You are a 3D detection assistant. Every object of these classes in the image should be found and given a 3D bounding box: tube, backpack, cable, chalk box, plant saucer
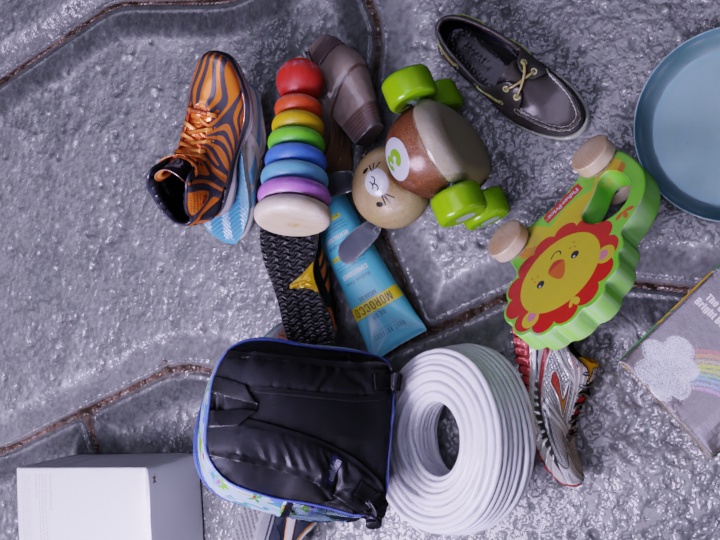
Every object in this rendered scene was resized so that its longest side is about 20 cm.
[{"bbox_3d":[0.000,0.000,1.059,0.077,0.050,0.201,-32,80,26],"label":"tube"},{"bbox_3d":[-0.075,0.173,0.963,0.199,0.147,0.184,13,66,-14],"label":"backpack"},{"bbox_3d":[0.095,0.177,0.958,0.199,0.069,0.202,-11,75,51],"label":"cable"},{"bbox_3d":[0.368,0.061,0.862,0.200,0.124,0.125,-46,71,13],"label":"chalk box"},{"bbox_3d":[0.382,-0.147,0.917,0.199,0.027,0.202,-1,86,23],"label":"plant saucer"}]

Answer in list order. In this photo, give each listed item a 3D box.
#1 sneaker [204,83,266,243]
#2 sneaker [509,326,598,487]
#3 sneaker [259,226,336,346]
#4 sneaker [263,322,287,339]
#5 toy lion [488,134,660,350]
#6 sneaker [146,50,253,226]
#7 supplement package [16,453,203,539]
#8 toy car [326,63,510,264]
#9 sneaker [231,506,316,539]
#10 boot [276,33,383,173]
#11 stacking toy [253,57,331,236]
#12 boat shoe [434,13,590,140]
[{"bbox_3d":[-0.151,-0.131,1.111,0.076,0.081,0.201,13,112,20],"label":"sneaker"},{"bbox_3d":[0.211,0.126,0.947,0.082,0.078,0.202,-10,86,16],"label":"sneaker"},{"bbox_3d":[-0.071,0.003,1.059,0.069,0.090,0.202,-12,87,2],"label":"sneaker"},{"bbox_3d":[-0.133,0.149,1.088,0.080,0.071,0.201,10,70,59],"label":"sneaker"},{"bbox_3d":[0.218,-0.020,0.893,0.069,0.192,0.200,37,104,-24],"label":"toy lion"},{"bbox_3d":[-0.181,-0.142,1.010,0.077,0.112,0.201,13,112,20],"label":"sneaker"},{"bbox_3d":[-0.313,0.296,1.131,0.199,0.117,0.118,-6,85,23],"label":"supplement package"},{"bbox_3d":[0.035,-0.098,0.992,0.199,0.158,0.165,-27,78,24],"label":"toy car"},{"bbox_3d":[-0.087,0.253,1.068,0.078,0.079,0.201,-10,56,54],"label":"sneaker"},{"bbox_3d":[-0.062,-0.178,1.085,0.200,0.070,0.147,-40,66,18],"label":"boot"},{"bbox_3d":[-0.068,-0.144,1.002,0.085,0.085,0.201,-4,70,22],"label":"stacking toy"},{"bbox_3d":[0.162,-0.213,0.991,0.201,0.061,0.072,40,102,19],"label":"boat shoe"}]
